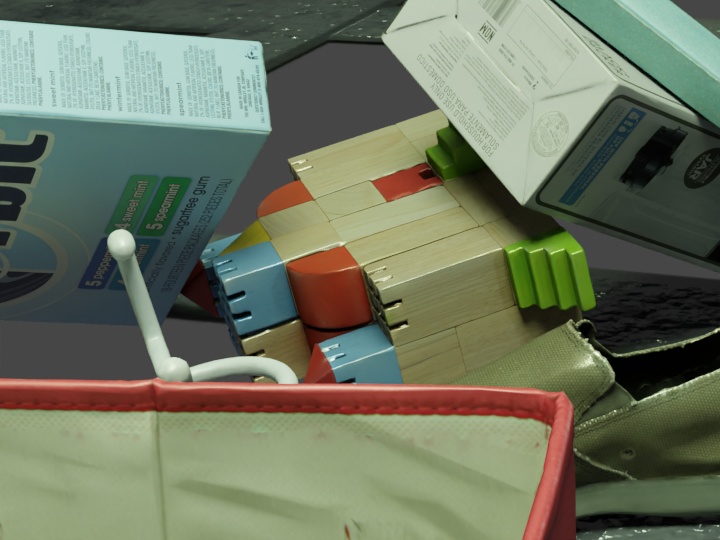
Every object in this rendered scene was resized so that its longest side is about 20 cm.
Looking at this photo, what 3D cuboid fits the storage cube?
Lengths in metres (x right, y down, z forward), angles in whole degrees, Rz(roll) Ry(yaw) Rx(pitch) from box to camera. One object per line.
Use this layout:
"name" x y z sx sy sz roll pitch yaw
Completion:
"storage cube" -0.051 0.132 0.407 0.170 0.181 0.200 0 18 12

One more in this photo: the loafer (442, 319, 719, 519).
"loafer" 0.064 0.048 0.809 0.199 0.070 0.075 -5 18 -5

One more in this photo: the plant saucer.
"plant saucer" 0.122 -0.084 0.895 0.200 0.019 0.070 40 20 6

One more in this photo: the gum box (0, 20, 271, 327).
"gum box" -0.155 -0.036 0.925 0.199 0.045 0.170 4 -28 -20

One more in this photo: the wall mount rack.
"wall mount rack" -0.119 0.051 0.781 0.199 0.075 0.174 -19 21 -6

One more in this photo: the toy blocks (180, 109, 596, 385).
"toy blocks" 0.000 0.000 0.954 0.136 0.100 0.200 -19 26 -8

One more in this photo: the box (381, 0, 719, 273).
"box" 0.116 -0.060 0.951 0.200 0.060 0.117 15 29 -46
